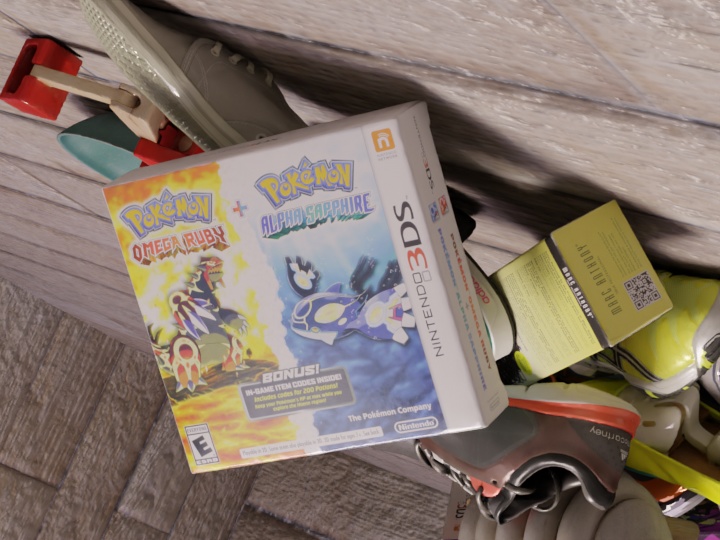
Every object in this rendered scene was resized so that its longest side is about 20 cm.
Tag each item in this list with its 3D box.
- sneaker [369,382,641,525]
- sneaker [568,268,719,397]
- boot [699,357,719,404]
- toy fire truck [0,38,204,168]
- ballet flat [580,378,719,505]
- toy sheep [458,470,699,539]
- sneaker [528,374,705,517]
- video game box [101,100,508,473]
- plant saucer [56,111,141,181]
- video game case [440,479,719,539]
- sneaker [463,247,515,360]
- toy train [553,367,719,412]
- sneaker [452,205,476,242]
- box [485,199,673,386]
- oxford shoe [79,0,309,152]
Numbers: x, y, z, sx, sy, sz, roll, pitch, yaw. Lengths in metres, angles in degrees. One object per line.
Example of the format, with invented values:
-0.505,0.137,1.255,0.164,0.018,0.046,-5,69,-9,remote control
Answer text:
0.073,0.112,1.244,0.199,0.083,0.077,-2,160,36,sneaker
0.161,0.028,1.262,0.076,0.076,0.200,38,161,-20,sneaker
0.289,0.094,1.295,0.090,0.073,0.200,25,173,39,boot
-0.141,-0.100,1.388,0.199,0.049,0.141,15,167,46,toy fire truck
0.217,0.107,1.267,0.199,0.067,0.067,29,146,24,ballet flat
0.138,0.180,1.287,0.137,0.139,0.199,30,154,-34,toy sheep
0.150,0.113,1.371,0.199,0.078,0.112,-9,132,50,sneaker
-0.033,0.013,1.155,0.199,0.184,0.047,-12,-171,27,video game box
-0.139,-0.076,1.573,0.199,0.036,0.200,23,171,4,plant saucer
0.160,0.183,1.466,0.198,0.036,0.181,-2,-172,6,video game case
-0.011,0.007,1.243,0.200,0.120,0.084,47,154,31,sneaker
0.202,0.073,1.418,0.199,0.086,0.114,24,160,13,toy train
0.000,0.000,1.379,0.075,0.116,0.200,28,171,-26,sneaker
0.113,0.023,1.218,0.076,0.050,0.200,61,159,5,box
-0.084,-0.105,1.198,0.200,0.058,0.075,42,171,-12,oxford shoe
